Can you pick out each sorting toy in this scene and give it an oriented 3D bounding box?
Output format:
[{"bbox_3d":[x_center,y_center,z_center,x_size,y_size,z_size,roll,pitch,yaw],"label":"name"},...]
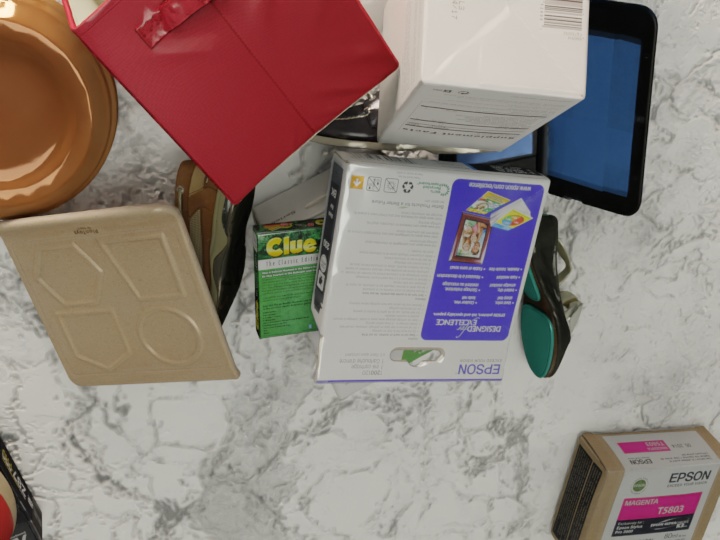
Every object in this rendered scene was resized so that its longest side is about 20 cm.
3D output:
[{"bbox_3d":[-0.216,0.025,0.818,0.181,0.037,0.203,-4,126,18],"label":"sorting toy"}]

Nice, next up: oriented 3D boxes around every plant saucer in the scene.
[{"bbox_3d":[-0.300,-0.132,0.739,0.195,0.038,0.204,-8,119,-14],"label":"plant saucer"}]

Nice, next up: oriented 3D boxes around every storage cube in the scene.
[{"bbox_3d":[-0.104,-0.199,0.679,0.170,0.201,0.180,-38,129,4],"label":"storage cube"}]

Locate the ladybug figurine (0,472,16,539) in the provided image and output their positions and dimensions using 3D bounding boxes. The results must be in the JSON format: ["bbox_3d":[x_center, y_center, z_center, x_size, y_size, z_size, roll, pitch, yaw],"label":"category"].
[{"bbox_3d":[-0.401,0.218,0.814,0.136,0.072,0.200,-44,122,5],"label":"ladybug figurine"}]

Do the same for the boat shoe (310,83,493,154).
[{"bbox_3d":[0.029,-0.143,0.823,0.195,0.073,0.064,2,101,-5],"label":"boat shoe"}]

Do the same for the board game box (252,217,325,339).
[{"bbox_3d":[0.000,0.000,0.818,0.195,0.024,0.107,-6,119,-17],"label":"board game box"}]

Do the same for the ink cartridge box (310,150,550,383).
[{"bbox_3d":[0.057,0.002,0.801,0.194,0.043,0.205,2,111,-20],"label":"ink cartridge box"}]

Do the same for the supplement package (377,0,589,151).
[{"bbox_3d":[0.086,-0.173,0.692,0.117,0.200,0.125,3,87,-8],"label":"supplement package"}]

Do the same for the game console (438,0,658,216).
[{"bbox_3d":[0.168,-0.147,0.841,0.167,0.119,0.204,-12,120,-12],"label":"game console"}]

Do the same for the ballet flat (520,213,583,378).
[{"bbox_3d":[0.208,0.028,0.981,0.067,0.068,0.203,-25,123,-14],"label":"ballet flat"}]

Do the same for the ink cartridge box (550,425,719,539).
[{"bbox_3d":[0.366,0.297,1.171,0.195,0.075,0.168,0,118,-18],"label":"ink cartridge box"}]

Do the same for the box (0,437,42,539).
[{"bbox_3d":[-0.438,0.234,0.880,0.196,0.049,0.164,-19,123,-10],"label":"box"}]

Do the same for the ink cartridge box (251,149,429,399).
[{"bbox_3d":[-0.003,0.002,0.882,0.144,0.085,0.203,-26,121,-5],"label":"ink cartridge box"}]

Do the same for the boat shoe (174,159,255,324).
[{"bbox_3d":[-0.149,-0.017,0.838,0.072,0.076,0.203,18,123,4],"label":"boat shoe"}]
